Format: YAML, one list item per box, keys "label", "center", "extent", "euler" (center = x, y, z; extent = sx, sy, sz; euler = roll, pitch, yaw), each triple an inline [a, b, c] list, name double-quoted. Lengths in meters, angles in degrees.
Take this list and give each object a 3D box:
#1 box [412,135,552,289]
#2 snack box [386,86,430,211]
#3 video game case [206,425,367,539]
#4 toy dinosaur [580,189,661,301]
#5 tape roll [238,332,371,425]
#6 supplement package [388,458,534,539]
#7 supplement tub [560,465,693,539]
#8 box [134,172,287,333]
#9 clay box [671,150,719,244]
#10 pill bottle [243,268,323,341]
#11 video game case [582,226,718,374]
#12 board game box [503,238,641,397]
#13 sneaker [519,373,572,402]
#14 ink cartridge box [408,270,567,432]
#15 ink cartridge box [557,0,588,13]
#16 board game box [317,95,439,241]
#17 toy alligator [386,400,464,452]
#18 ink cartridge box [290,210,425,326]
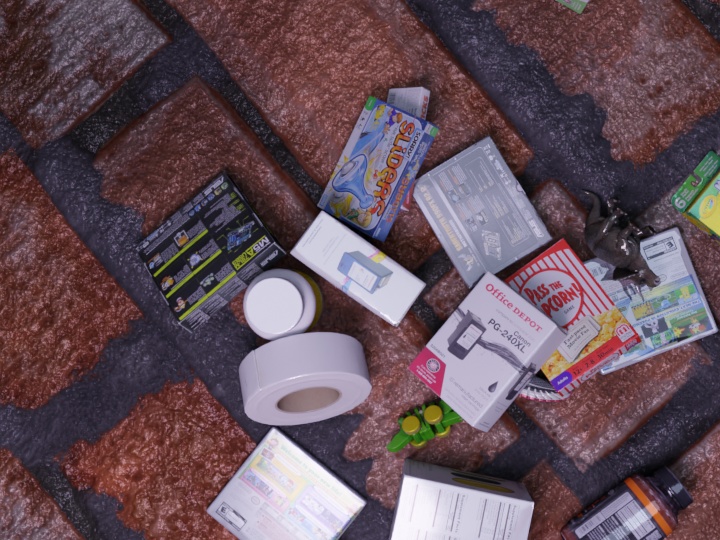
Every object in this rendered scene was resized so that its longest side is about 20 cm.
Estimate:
- label: "box"
  center: [0.192, -0.093, 1.587]
  extent: [0.158, 0.048, 0.200]
  euler: [-32, 88, 4]
- label: "snack box"
  center: [0.062, -0.196, 1.581]
  extent: [0.072, 0.024, 0.200]
  euler: [6, 84, 41]
- label: "video game case"
  center: [-0.122, 0.389, 1.615]
  extent: [0.200, 0.022, 0.182]
  euler: [39, 92, 4]
- label: "toy dinosaur"
  center: [0.395, -0.051, 1.542]
  extent: [0.200, 0.077, 0.102]
  euler: [48, 121, 26]
- label: "tape roll"
  center: [-0.087, 0.171, 1.521]
  extent: [0.202, 0.202, 0.071]
  euler: [-14, 62, 3]
- label: "supplement package"
  center: [0.152, 0.398, 1.533]
  extent: [0.200, 0.152, 0.151]
  euler: [12, 90, 3]
- label: "supplement tub"
  center: [0.422, 0.394, 1.542]
  extent: [0.200, 0.107, 0.107]
  euler: [-37, 88, 2]
- label: "box"
  center: [-0.243, -0.032, 1.567]
  extent: [0.200, 0.048, 0.193]
  euler: [-40, 56, 2]
- label: "clay box"
  center: [0.610, -0.091, 1.563]
  extent: [0.200, 0.048, 0.115]
  euler: [38, 91, 2]
- label: "pill bottle"
  center: [-0.121, 0.053, 1.528]
  extent: [0.112, 0.200, 0.113]
  euler: [0, 89, 3]
- label: "video game case"
  center: [0.451, 0.049, 1.585]
  extent: [0.200, 0.022, 0.182]
  euler: [-21, 88, 2]
- label: "board game box"
  center: [0.318, 0.073, 1.538]
  extent: [0.151, 0.046, 0.200]
  euler: [-37, 64, 7]
- label: "sneaker"
  center: [0.245, 0.159, 1.567]
  extent: [0.200, 0.081, 0.075]
  euler: [19, 89, 4]
- label: "ink cartridge box"
  center: [0.195, 0.122, 1.501]
  extent: [0.145, 0.083, 0.200]
  euler: [40, 94, 28]
- label: "ink cartridge box"
  center: [0.290, -0.503, 1.536]
  extent: [0.200, 0.146, 0.084]
  euler: [31, 93, 3]
- label: "board game box"
  center: [0.026, -0.163, 1.561]
  extent: [0.135, 0.034, 0.200]
  euler: [30, 98, 37]
- label: "toy alligator"
  center: [0.128, 0.233, 1.588]
  extent: [0.200, 0.059, 0.054]
  euler: [-26, 48, 3]
- label: "ink cartridge box"
  center: [0.000, 0.000, 1.549]
  extent: [0.200, 0.145, 0.088]
  euler: [37, 90, 4]
